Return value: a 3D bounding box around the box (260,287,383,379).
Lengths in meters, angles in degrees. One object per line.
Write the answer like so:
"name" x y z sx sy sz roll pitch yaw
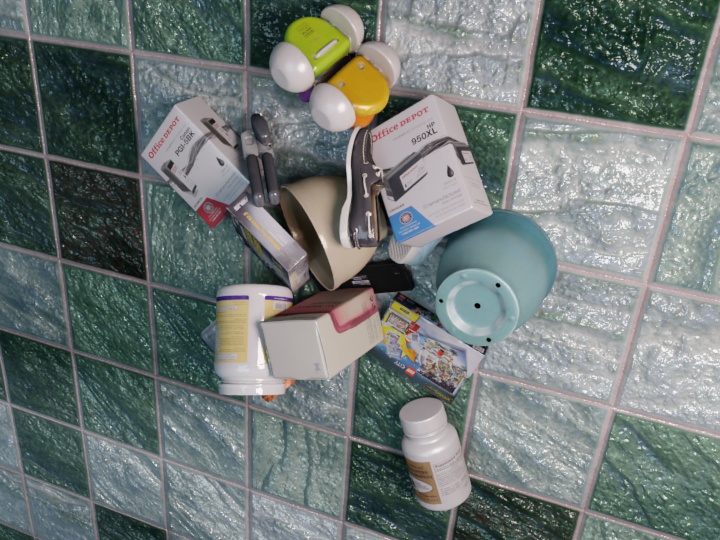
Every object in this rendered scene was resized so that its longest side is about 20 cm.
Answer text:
"box" -0.066 0.112 1.281 0.128 0.200 0.109 -5 102 32

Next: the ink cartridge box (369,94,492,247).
"ink cartridge box" 0.105 -0.158 1.134 0.144 0.084 0.200 -25 74 29

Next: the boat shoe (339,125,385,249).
"boat shoe" 0.009 -0.132 1.108 0.060 0.074 0.200 2 76 18

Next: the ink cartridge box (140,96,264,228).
"ink cartridge box" -0.296 -0.205 1.332 0.200 0.083 0.147 45 123 -2

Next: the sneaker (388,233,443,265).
"sneaker" 0.126 -0.097 1.220 0.074 0.082 0.200 45 109 37

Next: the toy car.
"toy car" -0.047 -0.317 1.149 0.200 0.175 0.150 44 159 -1

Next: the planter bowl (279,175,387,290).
"planter bowl" -0.038 -0.084 1.223 0.135 0.200 0.201 -28 104 -14

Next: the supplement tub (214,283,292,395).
"supplement tub" -0.201 0.131 1.320 0.145 0.145 0.200 -2 82 24

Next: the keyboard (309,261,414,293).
"keyboard" 0.000 0.000 1.337 0.200 0.040 0.104 -5 133 25

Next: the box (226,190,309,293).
"box" -0.165 -0.046 1.287 0.048 0.200 0.158 -43 83 -11

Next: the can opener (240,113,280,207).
"can opener" -0.178 -0.199 1.230 0.053 0.200 0.067 -9 138 -8

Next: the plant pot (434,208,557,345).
"plant pot" 0.211 0.022 1.157 0.200 0.188 0.200 9 116 20

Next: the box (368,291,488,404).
"box" 0.123 0.149 1.341 0.200 0.038 0.137 32 121 7

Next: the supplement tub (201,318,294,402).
"supplement tub" -0.222 0.166 1.448 0.122 0.123 0.200 -39 95 32

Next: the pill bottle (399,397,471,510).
"pill bottle" 0.143 0.360 1.385 0.114 0.114 0.200 -7 110 26
